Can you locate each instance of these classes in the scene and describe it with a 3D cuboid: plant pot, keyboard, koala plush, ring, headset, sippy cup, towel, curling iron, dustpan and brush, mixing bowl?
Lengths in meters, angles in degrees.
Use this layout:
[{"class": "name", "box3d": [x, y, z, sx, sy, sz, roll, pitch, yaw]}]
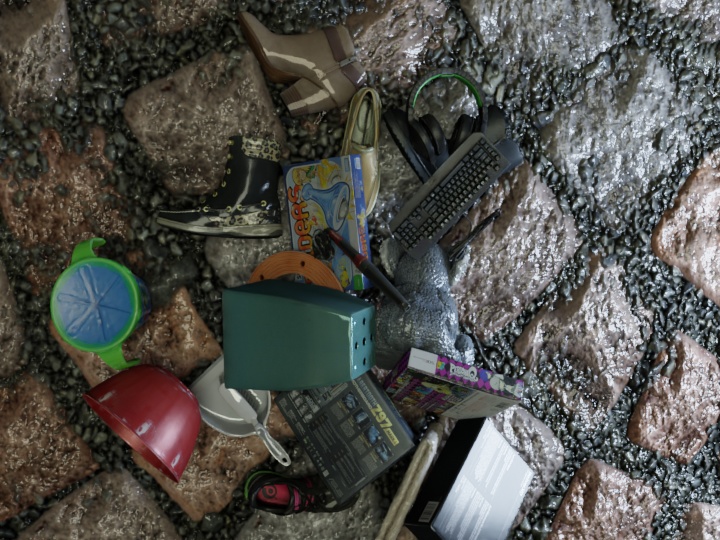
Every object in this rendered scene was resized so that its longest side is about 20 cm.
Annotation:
[{"class": "plant pot", "box3d": [-0.082, 0.096, 1.036, 0.194, 0.141, 0.146, 2, 97, 25]}, {"class": "keyboard", "box3d": [0.144, -0.091, 1.043, 0.126, 0.021, 0.200, 40, 106, -16]}, {"class": "koala plush", "box3d": [0.097, 0.042, 1.111, 0.172, 0.185, 0.205, 5, 67, 18]}, {"class": "ring", "box3d": [-0.103, 0.071, 1.131, 0.195, 0.019, 0.207, 3, 96, 26]}, {"class": "headset", "box3d": [0.127, -0.196, 1.064, 0.119, 0.094, 0.207, -1, 93, -5]}, {"class": "sippy cup", "box3d": [-0.387, 0.051, 1.094, 0.136, 0.130, 0.183, 17, 90, 1]}, {"class": "towel", "box3d": [0.081, 0.350, 1.144, 0.034, 0.132, 0.204, 25, 94, 11]}, {"class": "curling iron", "box3d": [0.000, 0.000, 1.055, 0.198, 0.025, 0.050, 36, 106, 26]}, {"class": "dustpan and brush", "box3d": [-0.180, 0.235, 1.156, 0.139, 0.057, 0.201, -41, 98, 5]}, {"class": "mixing bowl", "box3d": [-0.321, 0.221, 1.102, 0.200, 0.200, 0.109, 44, 65, -5]}]

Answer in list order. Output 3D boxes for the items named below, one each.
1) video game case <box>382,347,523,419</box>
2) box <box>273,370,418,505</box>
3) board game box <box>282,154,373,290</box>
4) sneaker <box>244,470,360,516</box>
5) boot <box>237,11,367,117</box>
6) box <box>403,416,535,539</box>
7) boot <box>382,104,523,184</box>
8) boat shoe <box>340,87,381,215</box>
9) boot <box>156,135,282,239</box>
[{"class": "video game case", "box3d": [0.136, 0.185, 1.105, 0.176, 0.201, 0.037, 16, 67, -3]}, {"class": "box", "box3d": [-0.024, 0.240, 1.135, 0.157, 0.051, 0.202, -39, 76, 7]}, {"class": "board game box", "box3d": [-0.052, -0.071, 1.118, 0.132, 0.034, 0.207, -4, 96, 33]}, {"class": "sneaker", "box3d": [-0.094, 0.373, 1.162, 0.193, 0.084, 0.079, -3, 96, -2]}, {"class": "boot", "box3d": [-0.086, -0.345, 1.117, 0.144, 0.070, 0.203, -31, 97, -6]}, {"class": "box", "box3d": [0.176, 0.360, 1.120, 0.141, 0.078, 0.201, 46, 57, -14]}, {"class": "boot", "box3d": [0.149, -0.213, 1.127, 0.167, 0.077, 0.202, -37, 101, 4]}, {"class": "boat shoe", "box3d": [0.000, -0.186, 1.123, 0.069, 0.076, 0.207, 1, 95, -4]}, {"class": "boot", "box3d": [-0.218, -0.132, 1.124, 0.197, 0.073, 0.159, 4, 90, -3]}]
